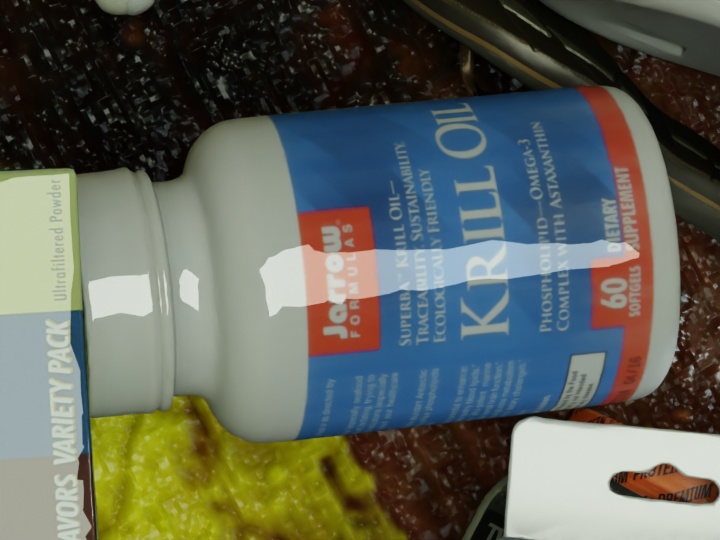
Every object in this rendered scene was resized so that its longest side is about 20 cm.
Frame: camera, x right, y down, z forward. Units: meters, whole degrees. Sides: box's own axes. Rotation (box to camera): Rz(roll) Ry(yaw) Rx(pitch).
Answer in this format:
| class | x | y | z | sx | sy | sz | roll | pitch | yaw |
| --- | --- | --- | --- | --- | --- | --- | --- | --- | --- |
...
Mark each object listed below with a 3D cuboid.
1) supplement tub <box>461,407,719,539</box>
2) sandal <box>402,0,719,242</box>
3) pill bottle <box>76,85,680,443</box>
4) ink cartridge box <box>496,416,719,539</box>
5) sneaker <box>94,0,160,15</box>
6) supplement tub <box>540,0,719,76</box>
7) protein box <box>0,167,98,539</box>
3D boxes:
| class | x | y | z | sx | sy | sz | roll | pitch | yaw |
| --- | --- | --- | --- | --- | --- | --- | --- | --- | --- |
| supplement tub | 0.073 | 0.159 | 1.031 | 0.122 | 0.122 | 0.201 | 28 | 86 | -10 |
| sandal | 0.083 | -0.051 | 1.062 | 0.200 | 0.082 | 0.055 | 37 | 106 | -16 |
| pill bottle | 0.000 | 0.000 | 0.963 | 0.199 | 0.112 | 0.113 | -7 | 93 | -11 |
| ink cartridge box | 0.098 | 0.153 | 0.937 | 0.115 | 0.067 | 0.201 | 5 | 88 | -2 |
| sneaker | -0.138 | -0.174 | 1.016 | 0.081 | 0.075 | 0.201 | -31 | 95 | 5 |
| supplement tub | 0.153 | -0.176 | 1.027 | 0.144 | 0.144 | 0.201 | 18 | 88 | -11 |
| protein box | -0.197 | 0.041 | 0.937 | 0.199 | 0.199 | 0.136 | -3 | 90 | -11 |
